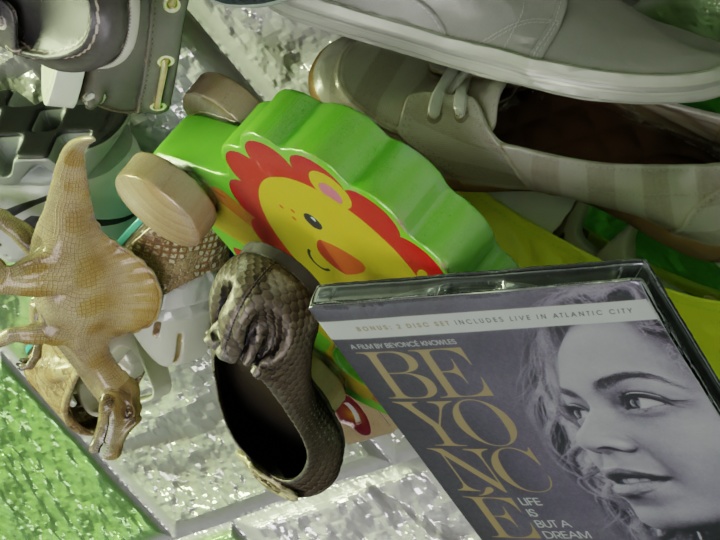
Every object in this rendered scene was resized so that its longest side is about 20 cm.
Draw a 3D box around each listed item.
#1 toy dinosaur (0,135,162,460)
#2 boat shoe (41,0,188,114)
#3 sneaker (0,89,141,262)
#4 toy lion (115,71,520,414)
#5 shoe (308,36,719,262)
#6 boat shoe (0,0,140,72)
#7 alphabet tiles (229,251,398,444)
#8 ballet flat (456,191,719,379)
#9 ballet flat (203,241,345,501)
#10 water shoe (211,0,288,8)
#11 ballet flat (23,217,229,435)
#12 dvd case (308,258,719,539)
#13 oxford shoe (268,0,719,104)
[{"bbox_3d":[-0.139,-0.003,1.043,0.101,0.058,0.200,7,133,11],"label":"toy dinosaur"},{"bbox_3d":[-0.082,-0.149,0.958,0.060,0.072,0.202,10,129,-18],"label":"boat shoe"},{"bbox_3d":[-0.195,-0.040,1.112,0.199,0.074,0.089,5,135,21],"label":"sneaker"},{"bbox_3d":[0.000,0.000,0.973,0.191,0.069,0.200,19,151,44],"label":"toy lion"},{"bbox_3d":[0.077,-0.062,0.944,0.199,0.070,0.053,17,148,1],"label":"shoe"},{"bbox_3d":[-0.165,-0.131,0.959,0.200,0.057,0.067,36,125,42],"label":"boat shoe"},{"bbox_3d":[-0.005,0.009,1.101,0.200,0.006,0.167,-20,118,39],"label":"alphabet tiles"},{"bbox_3d":[0.100,-0.009,0.984,0.200,0.067,0.067,30,106,17],"label":"ballet flat"},{"bbox_3d":[-0.042,0.055,1.006,0.067,0.046,0.200,29,155,14],"label":"ballet flat"},{"bbox_3d":[0.000,-0.173,0.876,0.071,0.079,0.200,44,129,-12],"label":"water shoe"},{"bbox_3d":[-0.102,0.024,1.110,0.065,0.070,0.200,59,145,10],"label":"ballet flat"},{"bbox_3d":[0.087,0.070,0.920,0.148,0.016,0.200,-5,136,35],"label":"dvd case"},{"bbox_3d":[0.056,-0.110,0.918,0.199,0.075,0.058,17,108,14],"label":"oxford shoe"}]
